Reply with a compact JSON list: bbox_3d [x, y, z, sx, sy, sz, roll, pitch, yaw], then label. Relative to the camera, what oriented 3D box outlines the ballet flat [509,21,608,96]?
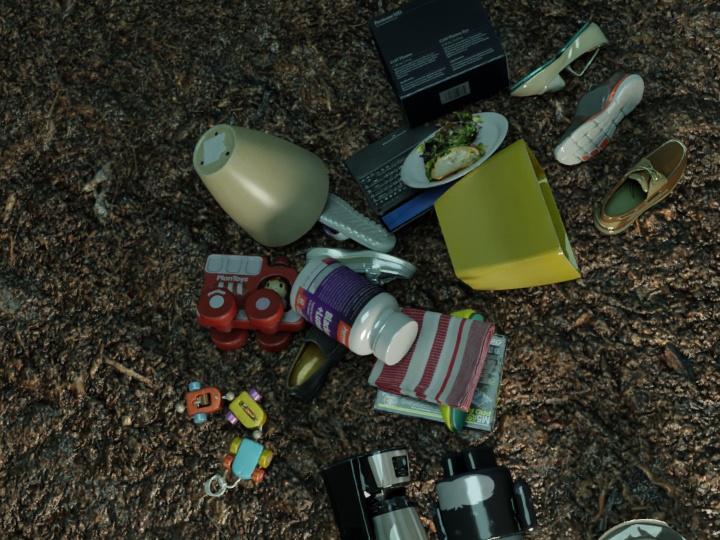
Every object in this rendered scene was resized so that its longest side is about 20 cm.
[{"bbox_3d":[0.355,-0.357,1.693,0.200,0.069,0.070,-41,72,-3],"label":"ballet flat"}]

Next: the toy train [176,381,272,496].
[{"bbox_3d":[-0.224,0.278,1.635,0.150,0.056,0.201,-19,70,6],"label":"toy train"}]

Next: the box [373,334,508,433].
[{"bbox_3d":[0.135,0.174,1.599,0.199,0.044,0.161,8,78,13],"label":"box"}]

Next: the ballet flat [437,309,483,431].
[{"bbox_3d":[0.149,0.159,1.551,0.067,0.067,0.201,3,72,33],"label":"ballet flat"}]

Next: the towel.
[{"bbox_3d":[0.109,0.135,1.537,0.199,0.023,0.145,9,74,39],"label":"towel"}]

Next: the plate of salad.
[{"bbox_3d":[0.150,-0.209,1.597,0.200,0.048,0.200,-26,29,16],"label":"plate of salad"}]

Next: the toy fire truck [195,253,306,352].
[{"bbox_3d":[-0.187,0.042,1.669,0.199,0.112,0.169,1,57,10],"label":"toy fire truck"}]

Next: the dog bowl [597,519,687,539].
[{"bbox_3d":[0.437,0.480,1.454,0.199,0.059,0.201,-3,75,10],"label":"dog bowl"}]

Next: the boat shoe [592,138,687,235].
[{"bbox_3d":[0.473,-0.141,1.604,0.076,0.074,0.200,42,86,17],"label":"boat shoe"}]

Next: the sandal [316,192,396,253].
[{"bbox_3d":[-0.031,-0.077,1.690,0.202,0.082,0.050,33,126,24],"label":"sandal"}]

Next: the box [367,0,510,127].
[{"bbox_3d":[0.140,-0.387,1.707,0.199,0.104,0.183,-21,67,4],"label":"box"}]

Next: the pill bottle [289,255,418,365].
[{"bbox_3d":[-0.008,0.068,1.559,0.200,0.111,0.112,32,83,27],"label":"pill bottle"}]

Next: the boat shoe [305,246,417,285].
[{"bbox_3d":[-0.001,0.000,1.658,0.201,0.074,0.065,6,82,16],"label":"boat shoe"}]

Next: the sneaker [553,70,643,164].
[{"bbox_3d":[0.401,-0.267,1.666,0.200,0.077,0.082,-44,45,-4],"label":"sneaker"}]

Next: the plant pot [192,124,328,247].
[{"bbox_3d":[-0.187,-0.163,1.637,0.187,0.200,0.188,-15,63,30],"label":"plant pot"}]

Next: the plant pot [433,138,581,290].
[{"bbox_3d":[0.234,-0.068,1.575,0.176,0.200,0.201,-21,72,16],"label":"plant pot"}]

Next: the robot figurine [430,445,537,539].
[{"bbox_3d":[0.189,0.378,1.496,0.124,0.150,0.201,-8,72,-14],"label":"robot figurine"}]

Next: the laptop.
[{"bbox_3d":[0.084,-0.174,1.670,0.177,0.103,0.200,-31,72,1],"label":"laptop"}]

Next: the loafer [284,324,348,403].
[{"bbox_3d":[-0.065,0.130,1.632,0.073,0.072,0.201,23,80,17],"label":"loafer"}]

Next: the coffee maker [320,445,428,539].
[{"bbox_3d":[0.008,0.394,1.517,0.191,0.135,0.201,-19,72,6],"label":"coffee maker"}]
